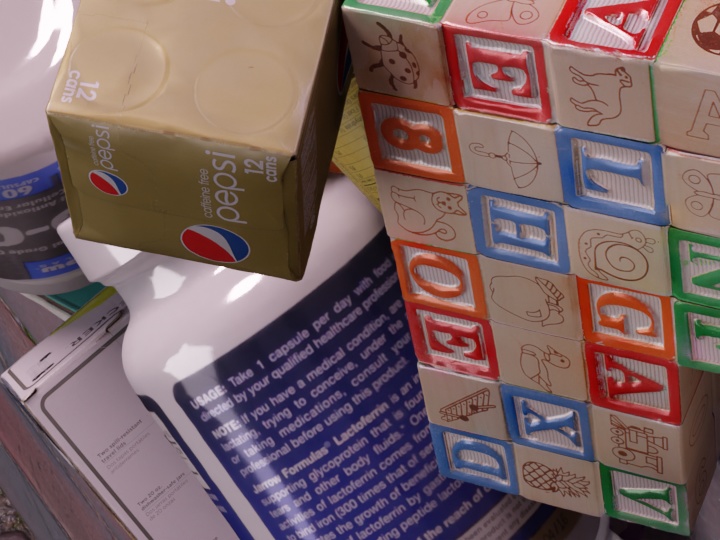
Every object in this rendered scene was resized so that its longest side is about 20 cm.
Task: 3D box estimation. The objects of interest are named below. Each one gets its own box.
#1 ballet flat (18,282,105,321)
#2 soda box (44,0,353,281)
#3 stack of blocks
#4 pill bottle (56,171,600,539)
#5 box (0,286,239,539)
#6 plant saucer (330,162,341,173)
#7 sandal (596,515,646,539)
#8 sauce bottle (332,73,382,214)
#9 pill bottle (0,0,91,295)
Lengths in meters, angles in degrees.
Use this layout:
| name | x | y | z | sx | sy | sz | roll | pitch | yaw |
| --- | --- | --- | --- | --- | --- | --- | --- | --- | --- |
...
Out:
| name | x | y | z | sx | sy | sz | roll | pitch | yaw |
| --- | --- | --- | --- | --- | --- | --- | --- | --- | --- |
| ballet flat | -0.077 | 0.028 | 0.929 | 0.199 | 0.070 | 0.069 | 37 | 163 | -3 |
| soda box | -0.028 | -0.102 | 0.581 | 0.067 | 0.201 | 0.064 | 10 | 150 | 5 |
| stack of blocks | 0.072 | -0.010 | 0.595 | 0.114 | 0.059 | 0.201 | 13 | 142 | 22 |
| pill bottle | -0.013 | 0.039 | 0.732 | 0.201 | 0.115 | 0.116 | 55 | 164 | -9 |
| box | -0.041 | 0.085 | 0.858 | 0.200 | 0.117 | 0.060 | 52 | 170 | -17 |
| plant saucer | -0.039 | -0.106 | 0.805 | 0.200 | 0.032 | 0.202 | 33 | 135 | 40 |
| sandal | 0.095 | 0.107 | 0.830 | 0.083 | 0.049 | 0.204 | -108 | 14 | -48 |
| sauce bottle | 0.027 | -0.043 | 0.688 | 0.200 | 0.065 | 0.065 | 46 | 169 | -22 |
| pill bottle | -0.133 | -0.061 | 0.796 | 0.114 | 0.113 | 0.200 | 54 | 171 | 12 |
